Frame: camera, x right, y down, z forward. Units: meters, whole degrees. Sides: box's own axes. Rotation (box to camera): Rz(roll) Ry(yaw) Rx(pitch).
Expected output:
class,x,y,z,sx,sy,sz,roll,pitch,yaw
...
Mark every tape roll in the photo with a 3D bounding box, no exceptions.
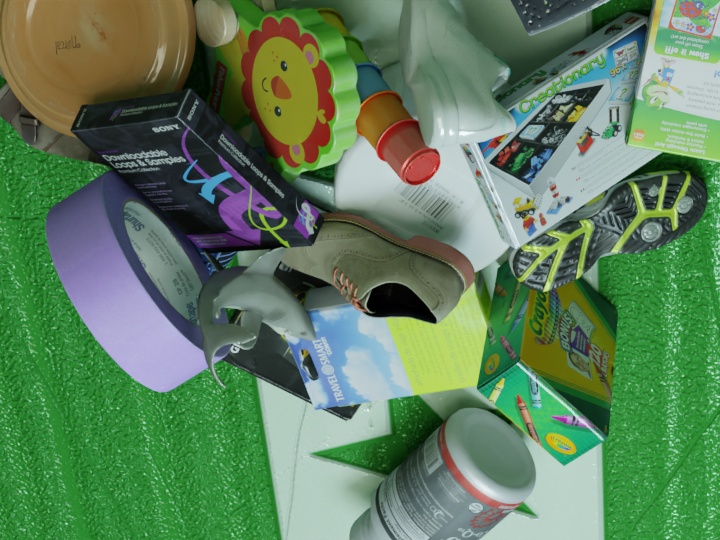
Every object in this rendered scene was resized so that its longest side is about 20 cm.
class,x,y,z,sx,sy,sz,roll,pitch,yaw
tape roll,-0.200,0.009,1.623,0.066,0.200,0.200,-32,114,12

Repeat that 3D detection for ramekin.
class,x,y,z,sx,sy,sz,roll,pitch,yaw
ramekin,0.069,-0.088,1.659,0.200,0.098,0.201,5,125,7

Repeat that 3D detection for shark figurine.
class,x,y,z,sx,sy,sz,roll,pitch,yaw
shark figurine,-0.102,0.017,1.617,0.089,0.214,0.128,-40,83,19

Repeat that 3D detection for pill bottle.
class,x,y,z,sx,sy,sz,roll,pitch,yaw
pill bottle,0.082,0.244,1.873,0.116,0.116,0.200,34,124,-13

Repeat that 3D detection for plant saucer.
class,x,y,z,sx,sy,sz,roll,pitch,yaw
plant saucer,-0.246,-0.218,1.618,0.200,0.032,0.201,3,100,20

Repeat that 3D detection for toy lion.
class,x,y,z,sx,sy,sz,roll,pitch,yaw
toy lion,-0.077,-0.151,1.599,0.192,0.069,0.200,42,133,31

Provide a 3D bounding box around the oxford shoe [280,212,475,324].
class,x,y,z,sx,sy,sz,roll,pitch,yaw
oxford shoe,0.000,0.000,1.620,0.200,0.075,0.071,10,138,28

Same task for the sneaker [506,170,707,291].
class,x,y,z,sx,sy,sz,roll,pitch,yaw
sneaker,0.227,-0.051,1.667,0.200,0.076,0.076,-20,114,-4

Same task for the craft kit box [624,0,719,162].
class,x,y,z,sx,sy,sz,roll,pitch,yaw
craft kit box,0.344,-0.188,1.536,0.200,0.049,0.198,11,103,4

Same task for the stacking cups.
class,x,y,z,sx,sy,sz,roll,pitch,yaw
stacking cups,0.008,-0.150,1.574,0.060,0.200,0.061,-24,145,-18

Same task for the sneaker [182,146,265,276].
class,x,y,z,sx,sy,sz,roll,pitch,yaw
sneaker,-0.143,-0.043,1.754,0.070,0.078,0.200,36,102,-11

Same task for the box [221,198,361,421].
class,x,y,z,sx,sy,sz,roll,pitch,yaw
box,-0.034,0.042,1.799,0.159,0.049,0.200,26,124,-10

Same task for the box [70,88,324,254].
class,x,y,z,sx,sy,sz,roll,pitch,yaw
box,-0.146,-0.085,1.601,0.143,0.036,0.200,-4,143,41

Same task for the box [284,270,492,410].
class,x,y,z,sx,sy,sz,roll,pitch,yaw
box,0.034,0.065,1.742,0.200,0.048,0.122,-10,121,17

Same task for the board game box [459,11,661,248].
class,x,y,z,sx,sy,sz,roll,pitch,yaw
board game box,0.189,-0.125,1.583,0.200,0.035,0.126,-33,118,-13

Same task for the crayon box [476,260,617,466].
class,x,y,z,sx,sy,sz,roll,pitch,yaw
crayon box,0.180,0.074,1.686,0.119,0.200,0.058,41,123,-18

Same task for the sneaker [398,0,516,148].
class,x,y,z,sx,sy,sz,roll,pitch,yaw
sneaker,0.085,-0.183,1.546,0.088,0.200,0.075,-3,142,-10

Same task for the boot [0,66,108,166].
class,x,y,z,sx,sy,sz,roll,pitch,yaw
boot,-0.264,-0.193,1.673,0.146,0.070,0.200,30,113,3

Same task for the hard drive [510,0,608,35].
class,x,y,z,sx,sy,sz,roll,pitch,yaw
hard drive,0.202,-0.298,1.497,0.200,0.042,0.135,-28,90,27
